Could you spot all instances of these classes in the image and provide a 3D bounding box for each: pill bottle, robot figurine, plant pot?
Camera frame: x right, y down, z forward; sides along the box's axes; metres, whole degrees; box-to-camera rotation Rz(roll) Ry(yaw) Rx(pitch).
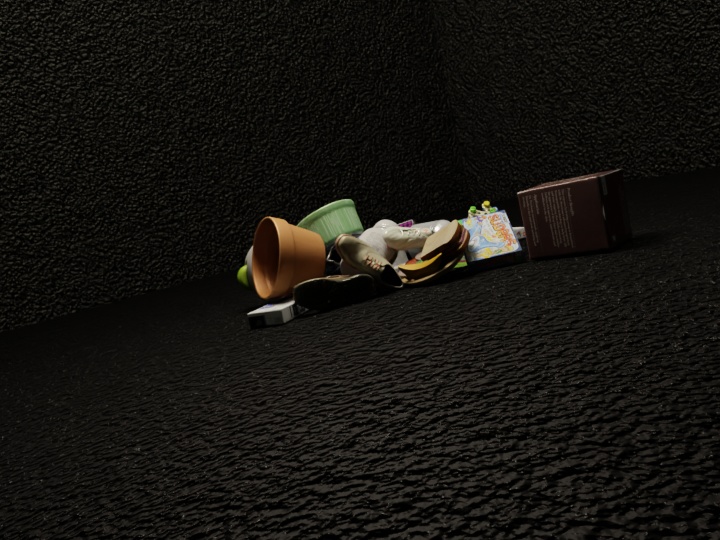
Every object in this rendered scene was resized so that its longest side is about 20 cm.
[{"bbox_3d":[0.036,-0.046,1.745,0.113,0.116,0.200,-8,28,34],"label":"pill bottle"},{"bbox_3d":[0.217,-0.091,2.020,0.198,0.115,0.168,-6,-17,42],"label":"robot figurine"},{"bbox_3d":[-0.175,-0.028,1.666,0.138,0.204,0.199,2,-1,-28],"label":"plant pot"}]

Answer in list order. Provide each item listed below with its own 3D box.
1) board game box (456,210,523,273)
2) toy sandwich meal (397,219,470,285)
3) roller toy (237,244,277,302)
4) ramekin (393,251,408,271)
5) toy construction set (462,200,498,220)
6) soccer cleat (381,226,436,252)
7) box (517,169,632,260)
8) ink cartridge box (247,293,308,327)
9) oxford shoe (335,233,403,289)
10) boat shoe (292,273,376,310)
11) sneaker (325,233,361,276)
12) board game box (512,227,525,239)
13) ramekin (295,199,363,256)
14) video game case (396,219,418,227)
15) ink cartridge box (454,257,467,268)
[{"bbox_3d":[0.319,-0.076,1.671,0.133,0.035,0.201,-13,33,5],"label":"board game box"},{"bbox_3d":[0.174,-0.042,1.624,0.203,0.071,0.206,-30,18,11],"label":"toy sandwich meal"},{"bbox_3d":[-0.225,-0.006,1.851,0.181,0.202,0.140,31,-6,-17],"label":"roller toy"},{"bbox_3d":[0.044,-0.034,1.969,0.199,0.096,0.202,-13,7,2],"label":"ramekin"},{"bbox_3d":[0.365,-0.118,1.950,0.129,0.093,0.201,-6,35,-3],"label":"toy construction set"},{"bbox_3d":[0.143,-0.085,1.724,0.198,0.070,0.077,10,-34,-35],"label":"soccer cleat"},{"bbox_3d":[0.500,-0.130,1.555,0.198,0.169,0.163,-7,8,40],"label":"box"},{"bbox_3d":[-0.178,0.090,1.602,0.098,0.040,0.200,-10,9,26],"label":"ink cartridge box"},{"bbox_3d":[0.027,-0.022,1.592,0.199,0.071,0.074,34,-11,-26],"label":"oxford shoe"},{"bbox_3d":[-0.064,0.048,1.576,0.197,0.077,0.074,-5,8,-14],"label":"boat shoe"},{"bbox_3d":[-0.036,-0.050,1.789,0.069,0.079,0.201,7,41,22],"label":"sneaker"},{"bbox_3d":[0.419,-0.105,2.096,0.124,0.035,0.200,-15,7,-16],"label":"board game box"},{"bbox_3d":[-0.086,-0.109,1.911,0.198,0.099,0.200,-28,-10,-5],"label":"ramekin"},{"bbox_3d":[0.127,-0.098,2.199,0.198,0.036,0.181,-17,-23,27],"label":"video game case"},{"bbox_3d":[0.266,-0.056,1.793,0.146,0.077,0.198,-7,8,45],"label":"ink cartridge box"}]
